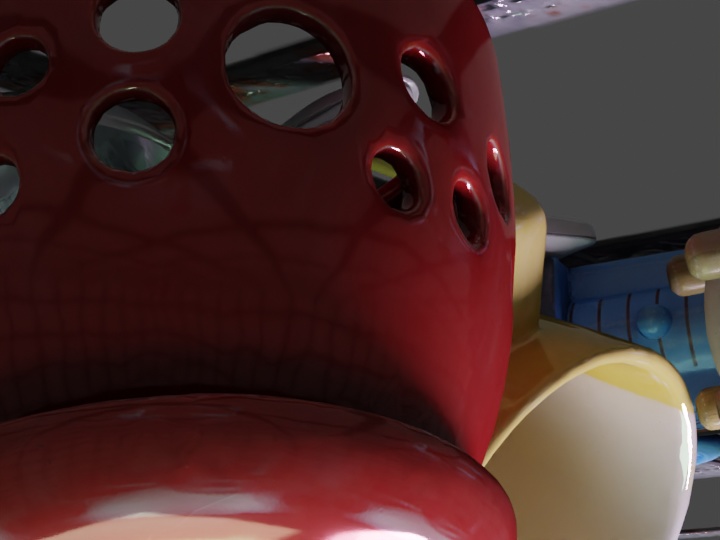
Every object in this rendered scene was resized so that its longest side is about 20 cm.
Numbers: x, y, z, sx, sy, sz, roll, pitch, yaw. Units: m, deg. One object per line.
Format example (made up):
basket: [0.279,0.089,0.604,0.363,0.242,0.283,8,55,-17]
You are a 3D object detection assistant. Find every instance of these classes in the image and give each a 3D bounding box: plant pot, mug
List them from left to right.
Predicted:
plant pot: [-0.051,0.023,0.594,0.199,0.183,0.201,-5,150,-3]
mug: [0.026,0.052,0.796,0.153,0.187,0.149,28,-172,39]

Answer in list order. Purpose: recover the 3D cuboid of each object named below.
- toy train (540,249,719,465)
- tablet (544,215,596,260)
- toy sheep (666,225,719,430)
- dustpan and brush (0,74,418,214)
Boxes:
toy train: [0.117,0.037,0.897,0.199,0.087,0.114,-9,162,20]
tablet: [0.000,0.000,0.933,0.129,0.014,0.200,8,164,-21]
toy sheep: [0.175,0.011,0.732,0.137,0.139,0.200,1,180,3]
dustpan and brush: [-0.073,-0.021,0.730,0.199,0.057,0.140,-30,120,2]
